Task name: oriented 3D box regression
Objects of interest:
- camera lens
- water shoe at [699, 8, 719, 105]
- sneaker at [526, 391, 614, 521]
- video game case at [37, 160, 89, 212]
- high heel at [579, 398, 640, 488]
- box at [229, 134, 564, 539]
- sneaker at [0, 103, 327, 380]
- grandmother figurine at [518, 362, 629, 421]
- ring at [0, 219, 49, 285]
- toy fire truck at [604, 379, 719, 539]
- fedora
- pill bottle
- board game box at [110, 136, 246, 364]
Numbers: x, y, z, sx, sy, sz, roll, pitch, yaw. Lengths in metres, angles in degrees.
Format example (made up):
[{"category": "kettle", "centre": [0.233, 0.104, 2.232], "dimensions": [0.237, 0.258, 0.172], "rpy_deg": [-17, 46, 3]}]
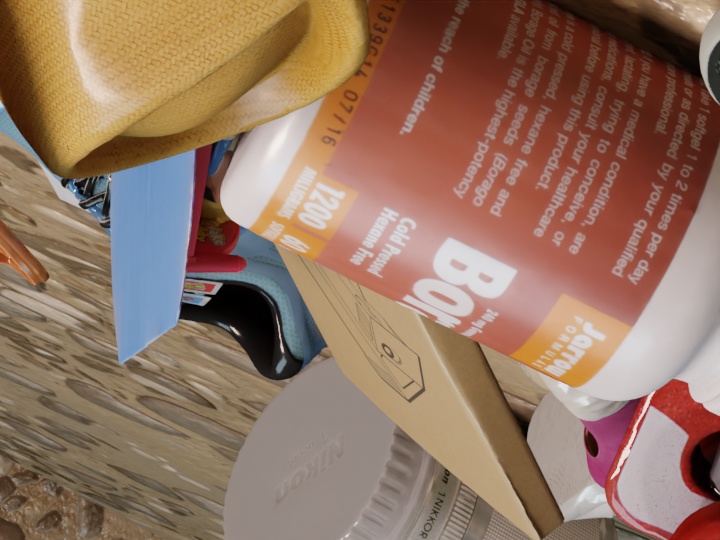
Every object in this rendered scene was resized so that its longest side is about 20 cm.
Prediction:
[{"category": "camera lens", "centre": [0.040, 0.156, 1.587], "dimensions": [0.200, 0.160, 0.160], "rpy_deg": [33, 165, -33]}, {"category": "water shoe", "centre": [0.161, -0.035, 0.748], "dimensions": [0.071, 0.079, 0.200], "rpy_deg": [34, 165, -36]}, {"category": "sneaker", "centre": [0.151, 0.099, 1.368], "dimensions": [0.088, 0.075, 0.200], "rpy_deg": [16, 170, -21]}, {"category": "video game case", "centre": [-0.081, -0.036, 1.335], "dimensions": [0.182, 0.024, 0.200], "rpy_deg": [23, 168, 9]}, {"category": "high heel", "centre": [0.103, 0.045, 1.221], "dimensions": [0.096, 0.067, 0.200], "rpy_deg": [15, 153, -1]}, {"category": "box", "centre": [0.000, 0.000, 1.061], "dimensions": [0.163, 0.021, 0.200], "rpy_deg": [41, 162, 52]}, {"category": "sneaker", "centre": [-0.085, -0.025, 1.186], "dimensions": [0.200, 0.090, 0.078], "rpy_deg": [35, 150, -11]}, {"category": "grandmother figurine", "centre": [0.055, 0.003, 1.034], "dimensions": [0.121, 0.061, 0.200], "rpy_deg": [22, -169, -27]}, {"category": "ring", "centre": [-0.163, -0.063, 0.753], "dimensions": [0.200, 0.019, 0.200], "rpy_deg": [45, 174, 6]}, {"category": "toy fire truck", "centre": [0.200, 0.071, 0.977], "dimensions": [0.200, 0.168, 0.112], "rpy_deg": [24, -157, 5]}, {"category": "fedora", "centre": [-0.050, -0.079, 0.728], "dimensions": [0.201, 0.200, 0.082], "rpy_deg": [100, 146, -77]}, {"category": "pill bottle", "centre": [0.064, -0.026, 0.893], "dimensions": [0.200, 0.112, 0.112], "rpy_deg": [26, 168, -6]}, {"category": "board game box", "centre": [-0.058, -0.050, 0.982], "dimensions": [0.039, 0.158, 0.200], "rpy_deg": [3, 171, -13]}]
